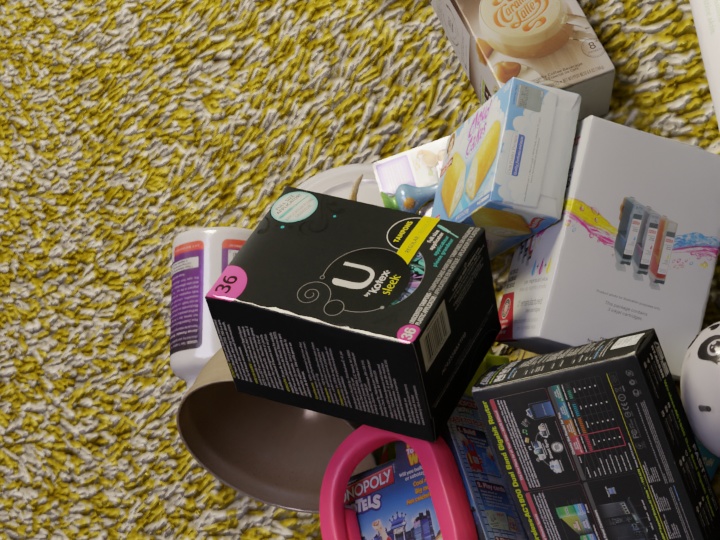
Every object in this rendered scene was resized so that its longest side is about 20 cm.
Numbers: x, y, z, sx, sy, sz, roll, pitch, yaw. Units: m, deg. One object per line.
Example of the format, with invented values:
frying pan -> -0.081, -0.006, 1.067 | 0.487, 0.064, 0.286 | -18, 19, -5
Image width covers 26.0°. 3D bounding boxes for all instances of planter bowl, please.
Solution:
planter bowl -> -0.060, 0.121, 1.509 | 0.200, 0.200, 0.135 | -11, 40, 34

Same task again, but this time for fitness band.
fitness band -> 0.033, 0.222, 1.331 | 0.144, 0.037, 0.200 | -37, 53, 29

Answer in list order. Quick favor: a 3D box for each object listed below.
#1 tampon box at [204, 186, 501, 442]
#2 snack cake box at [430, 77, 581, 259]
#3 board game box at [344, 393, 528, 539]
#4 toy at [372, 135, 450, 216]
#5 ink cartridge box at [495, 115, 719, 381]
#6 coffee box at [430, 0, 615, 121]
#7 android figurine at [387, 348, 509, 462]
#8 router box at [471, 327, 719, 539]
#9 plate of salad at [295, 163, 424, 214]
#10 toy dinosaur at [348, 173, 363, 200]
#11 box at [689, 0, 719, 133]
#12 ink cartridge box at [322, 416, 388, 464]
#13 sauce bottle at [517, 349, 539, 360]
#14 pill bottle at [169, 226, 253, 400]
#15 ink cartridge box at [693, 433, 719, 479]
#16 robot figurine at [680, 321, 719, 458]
tampon box -> -0.003, 0.035, 1.348 | 0.200, 0.126, 0.150 | 12, 48, 25
snack cake box -> 0.125, -0.086, 1.402 | 0.200, 0.067, 0.115 | 141, 141, -73
board game box -> 0.059, 0.215, 1.375 | 0.200, 0.062, 0.200 | -27, 57, 38
toy -> 0.113, -0.097, 1.543 | 0.200, 0.047, 0.115 | -21, 66, 12
ink cartridge box -> 0.223, -0.016, 1.378 | 0.145, 0.144, 0.200 | 159, 127, -78
coffee box -> 0.155, -0.233, 1.535 | 0.114, 0.080, 0.200 | -20, 62, -8
android figurine -> 0.089, 0.152, 1.454 | 0.182, 0.041, 0.200 | -21, 63, 51
router box -> 0.198, 0.160, 1.280 | 0.150, 0.062, 0.200 | -16, 101, 30
plate of salad -> 0.004, -0.023, 1.593 | 0.200, 0.048, 0.200 | -1, 59, 2
toy dinosaur -> 0.000, 0.000, 1.521 | 0.200, 0.101, 0.058 | 62, 141, 30
box -> 0.404, -0.208, 1.313 | 0.200, 0.171, 0.199 | -20, 67, 31
ink cartridge box -> 0.039, 0.120, 1.559 | 0.163, 0.057, 0.200 | -59, 38, 9
sauce bottle -> 0.154, 0.156, 1.473 | 0.065, 0.065, 0.200 | 23, 93, 38
pill bottle -> -0.150, 0.062, 1.692 | 0.111, 0.111, 0.200 | -11, 72, 34
ink cartridge box -> 0.215, 0.209, 1.400 | 0.146, 0.084, 0.200 | 25, 94, 38
robot figurine -> 0.361, 0.088, 1.269 | 0.200, 0.150, 0.125 | -9, 54, -1
